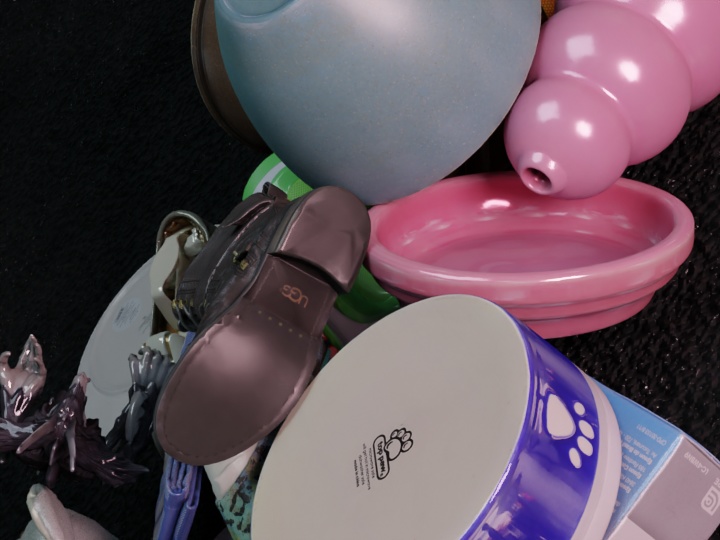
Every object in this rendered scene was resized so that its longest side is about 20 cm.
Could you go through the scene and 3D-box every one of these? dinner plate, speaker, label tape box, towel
[{"bbox_3d":[-0.156,0.043,1.533,0.200,0.024,0.200,-32,36,26],"label":"dinner plate"},{"bbox_3d":[0.000,0.000,1.293,0.088,0.088,0.200,-46,50,6],"label":"speaker"},{"bbox_3d":[0.094,0.157,1.084,0.200,0.066,0.143,-54,33,-2],"label":"label tape box"},{"bbox_3d":[-0.118,0.122,1.277,0.200,0.024,0.147,-86,11,-50],"label":"towel"}]

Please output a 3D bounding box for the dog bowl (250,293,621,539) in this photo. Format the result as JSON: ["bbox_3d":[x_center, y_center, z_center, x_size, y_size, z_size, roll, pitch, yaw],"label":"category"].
[{"bbox_3d":[0.037,0.115,1.063,0.200,0.079,0.200,-32,37,28],"label":"dog bowl"}]

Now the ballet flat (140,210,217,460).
[{"bbox_3d":[-0.134,0.046,1.435,0.067,0.064,0.200,-15,55,26],"label":"ballet flat"}]

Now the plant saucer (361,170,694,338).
[{"bbox_3d":[0.098,-0.008,1.178,0.200,0.051,0.201,-4,21,1],"label":"plant saucer"}]

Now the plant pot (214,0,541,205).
[{"bbox_3d":[-0.011,-0.157,1.196,0.200,0.135,0.200,-20,56,32],"label":"plant pot"}]

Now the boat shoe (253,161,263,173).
[{"bbox_3d":[-0.074,0.008,1.430,0.073,0.065,0.200,-23,42,32],"label":"boat shoe"}]

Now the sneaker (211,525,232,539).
[{"bbox_3d":[-0.021,0.166,1.188,0.200,0.084,0.121,-46,27,19],"label":"sneaker"}]

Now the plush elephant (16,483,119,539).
[{"bbox_3d":[-0.219,0.224,1.306,0.200,0.165,0.155,-8,59,8],"label":"plush elephant"}]

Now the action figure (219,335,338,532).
[{"bbox_3d":[-0.076,0.097,1.312,0.200,0.099,0.065,-56,17,-15],"label":"action figure"}]

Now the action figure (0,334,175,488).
[{"bbox_3d":[-0.186,0.093,1.295,0.200,0.119,0.102,111,170,-83],"label":"action figure"}]

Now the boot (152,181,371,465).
[{"bbox_3d":[-0.076,0.028,1.192,0.200,0.069,0.174,-55,18,-15],"label":"boot"}]

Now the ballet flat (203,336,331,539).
[{"bbox_3d":[-0.067,0.096,1.202,0.074,0.074,0.200,-34,22,23],"label":"ballet flat"}]

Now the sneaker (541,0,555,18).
[{"bbox_3d":[0.196,-0.235,1.355,0.200,0.073,0.077,-47,43,9],"label":"sneaker"}]

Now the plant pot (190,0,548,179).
[{"bbox_3d":[0.018,-0.152,1.386,0.198,0.200,0.200,26,78,48],"label":"plant pot"}]

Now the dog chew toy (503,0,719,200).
[{"bbox_3d":[0.156,-0.121,1.213,0.124,0.125,0.200,-4,41,48],"label":"dog chew toy"}]
